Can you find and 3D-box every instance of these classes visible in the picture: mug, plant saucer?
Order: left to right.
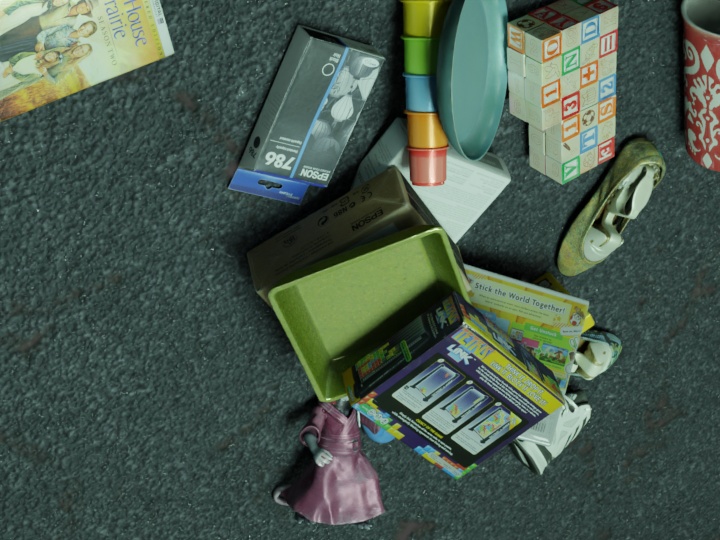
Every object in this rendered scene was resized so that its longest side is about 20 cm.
[{"bbox_3d":[0.016,0.038,1.761,0.200,0.048,0.200,-21,134,3],"label":"plant saucer"},{"bbox_3d":[0.118,-0.218,1.719,0.200,0.027,0.201,7,90,-70],"label":"plant saucer"},{"bbox_3d":[0.463,-0.233,1.912,0.177,0.133,0.200,-19,132,-15],"label":"mug"}]

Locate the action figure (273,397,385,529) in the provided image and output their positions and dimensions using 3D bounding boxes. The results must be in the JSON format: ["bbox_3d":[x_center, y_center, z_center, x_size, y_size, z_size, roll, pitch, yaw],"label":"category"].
[{"bbox_3d":[-0.022,0.210,1.963,0.134,0.149,0.201,-2,101,-27],"label":"action figure"}]

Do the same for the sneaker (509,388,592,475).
[{"bbox_3d":[0.236,0.174,2.103,0.115,0.076,0.201,-41,140,-11],"label":"sneaker"}]

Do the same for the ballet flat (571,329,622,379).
[{"bbox_3d":[0.271,0.113,2.073,0.200,0.074,0.074,6,117,-33],"label":"ballet flat"}]

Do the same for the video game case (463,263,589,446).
[{"bbox_3d":[0.158,0.097,1.905,0.199,0.023,0.183,16,88,-16],"label":"video game case"}]

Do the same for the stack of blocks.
[{"bbox_3d":[0.230,-0.202,1.829,0.115,0.059,0.200,-27,132,-26],"label":"stack of blocks"}]

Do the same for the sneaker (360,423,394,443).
[{"bbox_3d":[0.046,0.140,1.957,0.066,0.078,0.201,-7,125,-28],"label":"sneaker"}]

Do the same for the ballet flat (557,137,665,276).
[{"bbox_3d":[0.309,-0.068,1.975,0.071,0.071,0.200,17,111,-37],"label":"ballet flat"}]

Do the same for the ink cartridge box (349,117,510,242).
[{"bbox_3d":[0.052,-0.072,1.852,0.160,0.047,0.200,16,128,-37],"label":"ink cartridge box"}]

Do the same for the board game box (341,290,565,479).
[{"bbox_3d":[0.105,0.132,1.802,0.165,0.057,0.200,-38,130,17],"label":"board game box"}]

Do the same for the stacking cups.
[{"bbox_3d":[0.073,-0.192,1.722,0.060,0.060,0.201,-9,107,-25],"label":"stacking cups"}]

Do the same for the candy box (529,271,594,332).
[{"bbox_3d":[0.179,0.088,1.980,0.200,0.102,0.026,-34,135,-6],"label":"candy box"}]

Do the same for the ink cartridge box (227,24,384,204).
[{"bbox_3d":[-0.059,-0.157,1.722,0.099,0.039,0.200,10,116,-35],"label":"ink cartridge box"}]

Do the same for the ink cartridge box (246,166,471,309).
[{"bbox_3d":[0.000,0.000,1.807,0.200,0.075,0.165,-31,132,12],"label":"ink cartridge box"}]

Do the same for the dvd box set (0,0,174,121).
[{"bbox_3d":[-0.289,-0.238,1.540,0.200,0.029,0.147,-23,129,-14],"label":"dvd box set"}]
